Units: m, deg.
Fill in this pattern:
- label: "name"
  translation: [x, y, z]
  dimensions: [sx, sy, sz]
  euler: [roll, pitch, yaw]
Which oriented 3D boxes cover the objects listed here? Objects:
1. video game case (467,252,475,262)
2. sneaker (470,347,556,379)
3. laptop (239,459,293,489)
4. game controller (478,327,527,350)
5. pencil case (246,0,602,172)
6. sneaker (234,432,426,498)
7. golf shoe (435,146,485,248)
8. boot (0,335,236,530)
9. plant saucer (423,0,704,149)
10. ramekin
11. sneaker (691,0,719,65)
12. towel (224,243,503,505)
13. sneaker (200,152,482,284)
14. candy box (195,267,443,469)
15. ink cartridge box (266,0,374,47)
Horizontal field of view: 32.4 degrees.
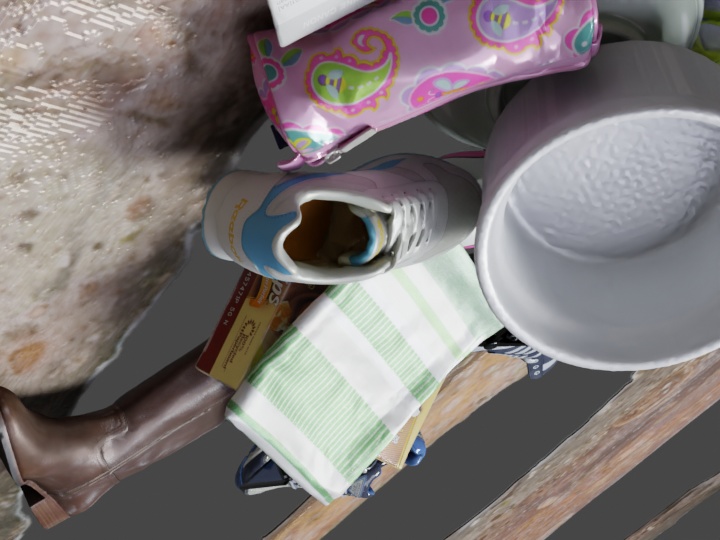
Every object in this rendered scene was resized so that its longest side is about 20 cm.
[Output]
- label: "video game case"
  translation: [0.183, -0.029, 1.055]
  dimensions: [0.198, 0.019, 0.142]
  euler: [-15, 179, -32]
- label: "sneaker"
  translation: [0.139, 0.060, 1.171]
  dimensions: [0.199, 0.070, 0.109]
  euler: [-16, 147, -35]
- label: "laptop"
  translation: [-0.037, 0.082, 1.031]
  dimensions: [0.177, 0.103, 0.201]
  euler: [-41, 133, -26]
- label: "game controller"
  translation: [0.157, 0.005, 0.934]
  dimensions: [0.103, 0.043, 0.200]
  euler: [8, 146, -22]
- label: "pencil case"
  translation: [0.035, -0.124, 0.702]
  dimensions: [0.198, 0.088, 0.088]
  euler: [-20, 153, 3]
- label: "sneaker"
  translation: [-0.022, 0.177, 1.175]
  dimensions: [0.198, 0.086, 0.077]
  euler: [-18, 150, -25]
- label: "golf shoe"
  translation: [0.119, -0.062, 0.918]
  dimensions: [0.199, 0.073, 0.092]
  euler: [-13, 180, -42]
- label: "boot"
  translation: [-0.170, 0.093, 0.912]
  dimensions: [0.199, 0.064, 0.187]
  euler: [-29, 152, -15]
- label: "plant saucer"
  translation: [0.130, -0.134, 0.799]
  dimensions: [0.198, 0.051, 0.201]
  euler: [-8, 144, -6]
- label: "ramekin"
  translation: [0.167, -0.043, 0.769]
  dimensions: [0.198, 0.098, 0.202]
  euler: [1, 131, 1]
- label: "sneaker"
  translation: [0.263, -0.141, 0.882]
  dimensions: [0.106, 0.075, 0.201]
  euler: [87, 25, -51]
- label: "towel"
  translation: [0.009, 0.062, 0.870]
  dimensions: [0.200, 0.023, 0.153]
  euler: [-45, 134, -4]
- label: "sneaker"
  translation: [0.006, -0.026, 0.757]
  dimensions: [0.198, 0.080, 0.077]
  euler: [-10, 111, -36]
- label: "candy box"
  translation: [-0.017, 0.061, 0.921]
  dimensions: [0.199, 0.055, 0.116]
  euler: [33, 82, -46]
- label: "ink cartridge box"
  translation: [0.022, -0.221, 0.609]
  dimensions: [0.199, 0.045, 0.177]
  euler: [-28, 152, -8]
